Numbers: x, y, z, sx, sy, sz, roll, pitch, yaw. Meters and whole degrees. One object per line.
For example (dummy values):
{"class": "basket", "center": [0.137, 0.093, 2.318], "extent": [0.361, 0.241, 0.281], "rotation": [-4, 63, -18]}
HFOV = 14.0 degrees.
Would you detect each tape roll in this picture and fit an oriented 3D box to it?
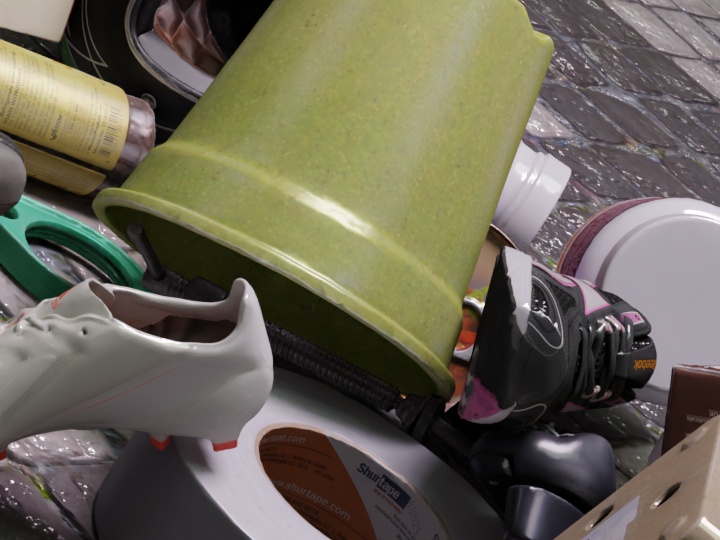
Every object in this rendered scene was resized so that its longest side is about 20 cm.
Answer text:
{"class": "tape roll", "center": [-0.018, 0.127, 1.330], "extent": [0.200, 0.066, 0.200], "rotation": [30, 21, -13]}

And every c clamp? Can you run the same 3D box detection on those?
{"class": "c clamp", "center": [-0.023, 0.050, 1.462], "extent": [0.200, 0.027, 0.171], "rotation": [28, -10, 9]}

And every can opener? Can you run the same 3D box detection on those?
{"class": "can opener", "center": [0.106, 0.131, 1.386], "extent": [0.063, 0.079, 0.200], "rotation": [11, -21, 32]}

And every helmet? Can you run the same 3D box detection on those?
{"class": "helmet", "center": [-0.084, -0.151, 1.682], "extent": [0.200, 0.191, 0.200], "rotation": [8, 14, -2]}

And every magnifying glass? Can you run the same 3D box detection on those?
{"class": "magnifying glass", "center": [-0.191, -0.033, 1.495], "extent": [0.200, 0.022, 0.080], "rotation": [33, 20, 0]}

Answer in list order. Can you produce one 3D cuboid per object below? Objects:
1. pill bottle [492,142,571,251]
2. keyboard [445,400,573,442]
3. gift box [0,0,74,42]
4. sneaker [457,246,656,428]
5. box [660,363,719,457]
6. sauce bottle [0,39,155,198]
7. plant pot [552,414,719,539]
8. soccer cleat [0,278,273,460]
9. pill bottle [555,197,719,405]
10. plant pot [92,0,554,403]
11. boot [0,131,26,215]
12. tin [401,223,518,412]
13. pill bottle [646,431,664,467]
{"class": "pill bottle", "center": [0.028, -0.086, 1.823], "extent": [0.200, 0.104, 0.104], "rotation": [33, 20, -3]}
{"class": "keyboard", "center": [0.099, 0.103, 1.492], "extent": [0.127, 0.021, 0.200], "rotation": [33, -8, 0]}
{"class": "gift box", "center": [-0.241, -0.236, 1.585], "extent": [0.200, 0.185, 0.187], "rotation": [19, 5, 42]}
{"class": "sneaker", "center": [0.098, 0.032, 1.374], "extent": [0.086, 0.080, 0.200], "rotation": [14, 11, 3]}
{"class": "box", "center": [0.185, 0.146, 1.389], "extent": [0.075, 0.200, 0.100], "rotation": [10, 5, 31]}
{"class": "sauce bottle", "center": [-0.205, -0.095, 1.550], "extent": [0.200, 0.065, 0.065], "rotation": [23, 23, -31]}
{"class": "plant pot", "center": [0.150, 0.181, 1.209], "extent": [0.177, 0.200, 0.200], "rotation": [48, 20, -6]}
{"class": "soccer cleat", "center": [-0.137, 0.040, 1.244], "extent": [0.200, 0.078, 0.069], "rotation": [-5, 32, -9]}
{"class": "pill bottle", "center": [0.171, 0.016, 1.637], "extent": [0.114, 0.114, 0.200], "rotation": [33, 1, -1]}
{"class": "plant pot", "center": [-0.002, -0.062, 1.453], "extent": [0.200, 0.184, 0.200], "rotation": [27, -10, 5]}
{"class": "boot", "center": [-0.217, -0.006, 1.353], "extent": [0.200, 0.068, 0.131], "rotation": [-2, 45, -46]}
{"class": "tin", "center": [0.000, 0.000, 1.559], "extent": [0.200, 0.112, 0.042], "rotation": [30, 0, 0]}
{"class": "pill bottle", "center": [0.225, 0.158, 1.552], "extent": [0.116, 0.116, 0.200], "rotation": [23, 23, -27]}
